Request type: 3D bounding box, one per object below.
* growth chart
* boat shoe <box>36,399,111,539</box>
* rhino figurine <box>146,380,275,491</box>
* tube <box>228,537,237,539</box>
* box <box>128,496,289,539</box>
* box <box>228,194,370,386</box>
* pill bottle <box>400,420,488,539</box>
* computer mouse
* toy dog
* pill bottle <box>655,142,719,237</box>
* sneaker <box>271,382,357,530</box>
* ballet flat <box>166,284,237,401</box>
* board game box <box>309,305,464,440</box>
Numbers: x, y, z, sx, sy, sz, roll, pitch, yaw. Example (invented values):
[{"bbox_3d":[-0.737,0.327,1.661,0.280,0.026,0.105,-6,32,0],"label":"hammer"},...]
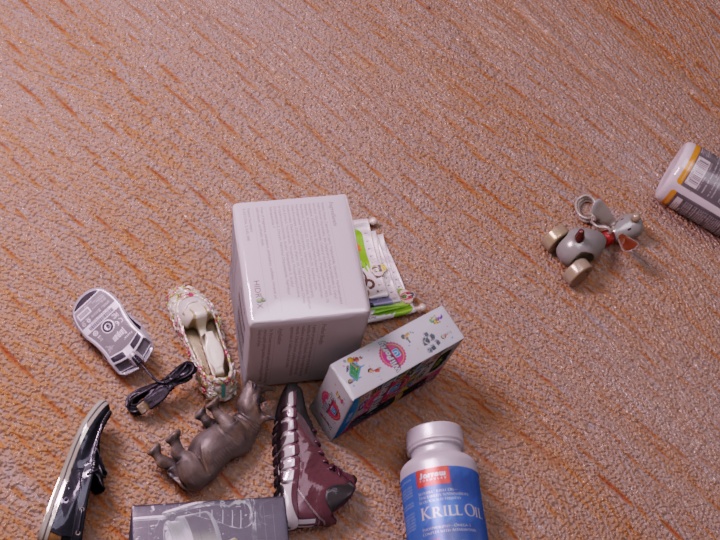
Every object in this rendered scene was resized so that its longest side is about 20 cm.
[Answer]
[{"bbox_3d":[0.000,0.000,1.711,0.143,0.018,0.202,-16,63,-22],"label":"growth chart"},{"bbox_3d":[-0.358,0.266,1.419,0.061,0.075,0.202,19,61,-8],"label":"boat shoe"},{"bbox_3d":[-0.189,0.221,1.495,0.199,0.060,0.088,-38,94,-31],"label":"rhino figurine"},{"bbox_3d":[-0.116,0.409,1.262,0.058,0.052,0.201,-35,75,13],"label":"tube"},{"bbox_3d":[-0.185,0.399,1.350,0.194,0.124,0.202,-2,59,-13],"label":"box"},{"bbox_3d":[-0.093,0.030,1.552,0.169,0.200,0.202,-5,60,-11],"label":"box"},{"bbox_3d":[0.111,0.315,1.486,0.111,0.113,0.202,1,58,-14],"label":"pill bottle"},{"bbox_3d":[-0.327,0.106,1.536,0.109,0.044,0.200,-41,73,-5],"label":"computer mouse"},{"bbox_3d":[0.393,-0.063,1.805,0.131,0.097,0.200,38,57,10],"label":"toy dog"},{"bbox_3d":[0.624,-0.126,1.895,0.199,0.117,0.117,32,56,5],"label":"pill bottle"},{"bbox_3d":[-0.061,0.259,1.507,0.114,0.076,0.203,7,67,-17],"label":"sneaker"},{"bbox_3d":[-0.222,0.093,1.566,0.075,0.064,0.201,-18,64,-23],"label":"ballet flat"},{"bbox_3d":[0.036,0.145,1.551,0.198,0.148,0.065,-26,70,-27],"label":"board game box"}]
